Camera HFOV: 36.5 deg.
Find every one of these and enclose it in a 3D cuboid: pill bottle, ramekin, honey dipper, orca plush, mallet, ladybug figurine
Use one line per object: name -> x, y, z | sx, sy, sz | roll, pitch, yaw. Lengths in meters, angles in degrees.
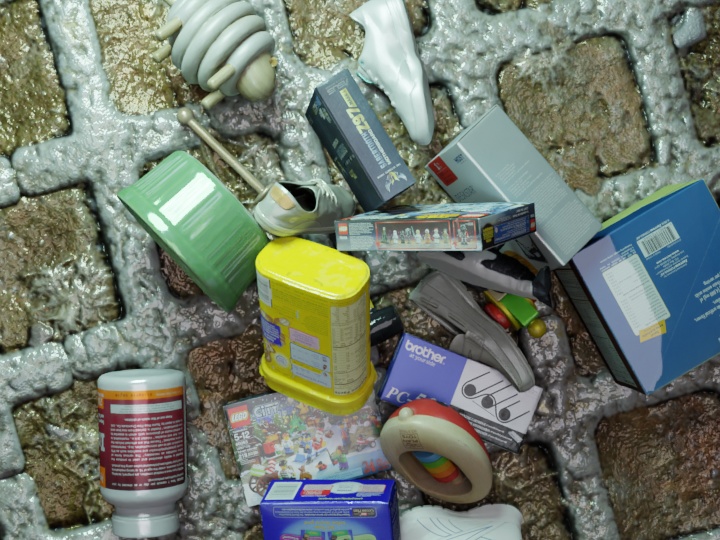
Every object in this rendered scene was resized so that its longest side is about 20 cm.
pill bottle -> -0.276, 0.230, 1.387 | 0.112, 0.113, 0.202 | -1, 91, -3
ramekin -> -0.197, -0.053, 1.349 | 0.098, 0.200, 0.200 | -44, 93, -9
honey dipper -> -0.164, -0.141, 1.426 | 0.038, 0.038, 0.200 | -45, 91, -2
orca plush -> 0.162, -0.021, 1.353 | 0.105, 0.199, 0.071 | 37, 75, -36
mallet -> 0.000, 0.000, 1.439 | 0.065, 0.041, 0.202 | -16, 88, -3
ladybug figurine -> 0.100, 0.226, 1.394 | 0.135, 0.200, 0.072 | -3, 50, 29

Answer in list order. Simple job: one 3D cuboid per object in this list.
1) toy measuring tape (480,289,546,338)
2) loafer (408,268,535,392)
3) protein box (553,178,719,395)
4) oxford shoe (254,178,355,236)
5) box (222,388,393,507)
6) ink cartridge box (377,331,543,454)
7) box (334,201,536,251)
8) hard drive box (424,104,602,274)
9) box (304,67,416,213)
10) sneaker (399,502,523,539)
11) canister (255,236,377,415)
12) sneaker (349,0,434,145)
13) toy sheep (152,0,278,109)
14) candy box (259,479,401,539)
toy measuring tape -> 0.173, 0.017, 1.445 | 0.074, 0.074, 0.200 | -43, 71, -1
loafer -> 0.145, 0.086, 1.415 | 0.070, 0.070, 0.200 | -40, 72, -9
protein box -> 0.385, 0.021, 1.409 | 0.198, 0.135, 0.201 | -30, 92, -3
oxford shoe -> -0.057, -0.086, 1.357 | 0.075, 0.200, 0.058 | 42, 115, 17
box -> -0.069, 0.217, 1.435 | 0.198, 0.038, 0.138 | -15, 92, -3
ink cartridge box -> 0.131, 0.161, 1.443 | 0.199, 0.044, 0.095 | 22, 88, -3
box -> 0.088, -0.052, 1.284 | 0.199, 0.137, 0.040 | 1, 101, 36
hard drive box -> 0.190, -0.095, 1.382 | 0.077, 0.156, 0.200 | -42, 92, -12
box -> -0.004, -0.154, 1.352 | 0.051, 0.200, 0.158 | -33, 93, -5
sneaker -> 0.119, 0.355, 1.416 | 0.198, 0.075, 0.088 | -6, 48, -1
canister -> -0.055, 0.068, 1.341 | 0.148, 0.201, 0.087 | 20, 46, 21
sneaker -> 0.040, -0.254, 1.426 | 0.088, 0.075, 0.202 | -15, 86, 10
toy sheep -> -0.184, -0.289, 1.376 | 0.200, 0.138, 0.138 | 45, 88, 2
candy box -> -0.031, 0.371, 1.383 | 0.168, 0.077, 0.202 | -2, 103, 12
